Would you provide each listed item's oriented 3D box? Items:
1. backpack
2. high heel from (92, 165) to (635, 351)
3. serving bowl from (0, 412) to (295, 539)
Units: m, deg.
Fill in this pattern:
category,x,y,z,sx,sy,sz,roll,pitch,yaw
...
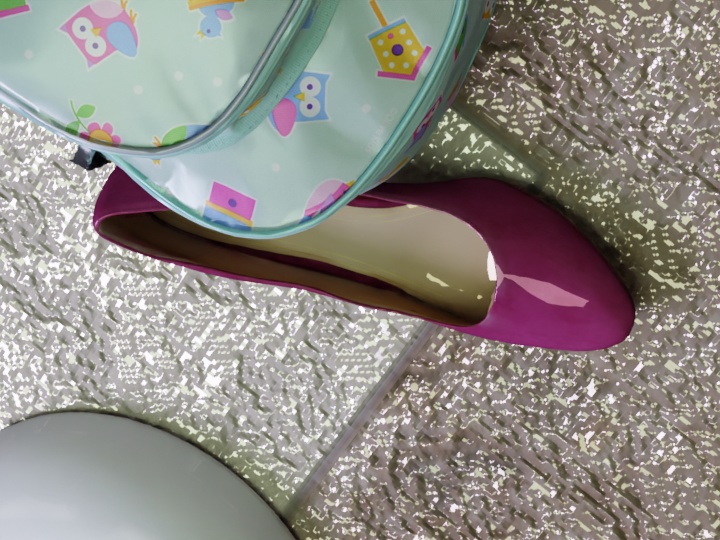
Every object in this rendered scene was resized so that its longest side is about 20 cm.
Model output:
category,x,y,z,sx,sy,sz,roll,pitch,yaw
backpack,-0.054,-0.109,1.019,0.200,0.153,0.176,29,100,-1
high heel,0.000,0.000,1.096,0.200,0.096,0.067,19,124,17
serving bowl,-0.112,0.163,1.268,0.200,0.066,0.200,12,121,20
